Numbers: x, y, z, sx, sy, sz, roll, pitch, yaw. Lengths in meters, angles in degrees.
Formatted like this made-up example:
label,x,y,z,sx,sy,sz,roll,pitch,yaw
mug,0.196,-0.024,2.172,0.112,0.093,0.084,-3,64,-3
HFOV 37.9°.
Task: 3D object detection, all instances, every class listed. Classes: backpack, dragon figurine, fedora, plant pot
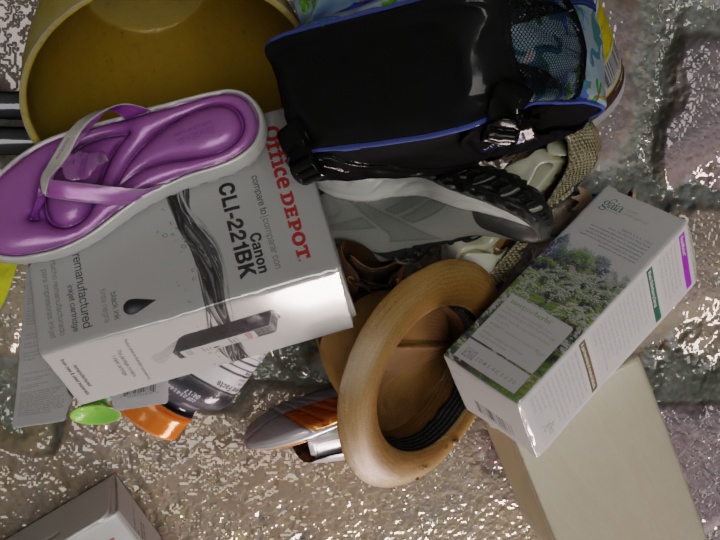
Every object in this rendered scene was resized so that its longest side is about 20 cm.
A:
label,x,y,z,sx,sy,sz,roll,pitch,yaw
backpack,0.060,-0.139,0.676,0.200,0.183,0.147,-9,91,-54
dragon figurine,0.183,-0.053,0.914,0.200,0.099,0.059,0,105,-32
fedora,0.030,0.071,0.816,0.201,0.082,0.201,-27,128,-42
plant pot,-0.143,-0.170,0.749,0.200,0.142,0.200,-12,144,-9

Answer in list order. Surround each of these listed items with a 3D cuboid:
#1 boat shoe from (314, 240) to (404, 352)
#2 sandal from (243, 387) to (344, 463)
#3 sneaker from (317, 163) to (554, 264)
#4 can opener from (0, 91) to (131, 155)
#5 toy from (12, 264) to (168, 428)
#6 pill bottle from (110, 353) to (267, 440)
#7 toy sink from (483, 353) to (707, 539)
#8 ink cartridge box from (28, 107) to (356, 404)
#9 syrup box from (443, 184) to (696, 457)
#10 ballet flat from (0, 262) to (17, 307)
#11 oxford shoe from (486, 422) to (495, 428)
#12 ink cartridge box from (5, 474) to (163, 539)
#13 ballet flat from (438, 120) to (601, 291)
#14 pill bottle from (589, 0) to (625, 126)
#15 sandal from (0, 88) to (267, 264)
label,x,y,z,sx,sy,sz,roll,pitch,yaw
boat shoe,0.001,0.000,0.878,0.072,0.068,0.200,4,102,-15
sandal,0.004,0.130,0.904,0.207,0.079,0.059,-18,104,-11
sneaker,0.051,-0.041,0.783,0.074,0.200,0.079,-22,117,-53
can opener,-0.272,-0.109,0.791,0.200,0.066,0.053,0,102,-19
toy,-0.193,0.024,0.790,0.115,0.200,0.047,-10,146,7
pill bottle,-0.118,0.037,0.838,0.106,0.106,0.200,37,92,-19
toy sink,0.205,0.179,0.948,0.130,0.112,0.200,-26,103,-7
ink cartridge box,-0.118,-0.012,0.722,0.200,0.144,0.084,-16,149,-3
syrup box,0.165,0.035,0.807,0.200,0.079,0.081,-44,138,-16
ballet flat,-0.322,0.040,0.808,0.067,0.067,0.200,29,94,-18
oxford shoe,0.157,0.062,0.898,0.200,0.075,0.058,-44,108,-38
ink cartridge box,-0.214,0.296,0.885,0.146,0.084,0.200,-31,108,-5
ballet flat,0.108,-0.043,0.826,0.068,0.075,0.200,48,120,20
pill bottle,0.127,-0.200,0.808,0.109,0.109,0.200,-38,132,-3
sandal,-0.160,-0.074,0.680,0.203,0.050,0.082,-26,70,-9
